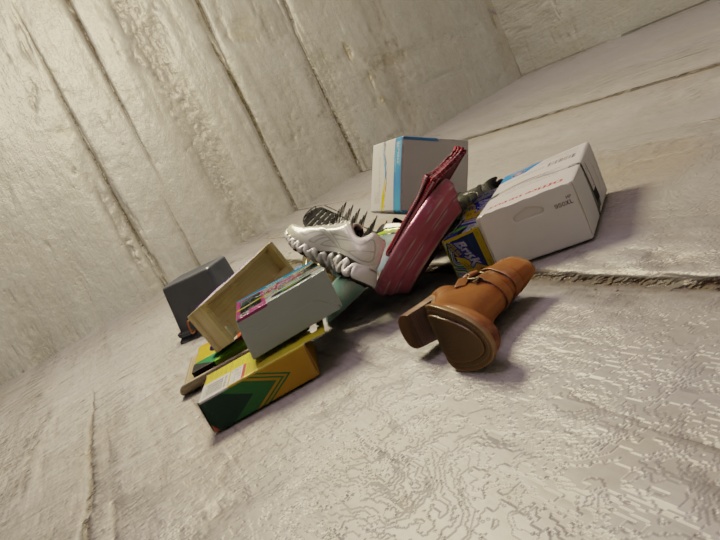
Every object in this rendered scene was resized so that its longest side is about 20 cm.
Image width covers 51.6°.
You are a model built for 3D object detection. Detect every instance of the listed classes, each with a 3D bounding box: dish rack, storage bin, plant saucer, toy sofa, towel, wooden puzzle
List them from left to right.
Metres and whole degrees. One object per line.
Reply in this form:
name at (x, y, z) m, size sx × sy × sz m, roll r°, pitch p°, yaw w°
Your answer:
storage bin at (-0.365, 0.066, 1.730) m, size 0.197 × 0.137 × 0.146 m, roll -22°, pitch 12°, yaw 29°
wooden puzzle at (-0.238, 0.142, 1.351) m, size 0.182 × 0.038 × 0.200 m, roll -29°, pitch 11°, yaw 0°
toy sofa at (-0.211, 0.048, 1.324) m, size 0.200 × 0.083 × 0.097 m, roll -47°, pitch 10°, yaw -35°
dish rack at (-0.015, -0.088, 1.495) m, size 0.154 × 0.196 × 0.056 m, roll -55°, pitch -13°, yaw -66°
plant saucer at (0.000, 0.000, 1.238) m, size 0.201 × 0.039 × 0.201 m, roll -46°, pitch 5°, yaw 5°
plant saucer at (0.094, -0.041, 1.134) m, size 0.203 × 0.050 × 0.201 m, roll -55°, pitch -7°, yaw -11°
towel at (0.103, -0.113, 1.165) m, size 0.146 × 0.022 × 0.200 m, roll -62°, pitch -8°, yaw 30°

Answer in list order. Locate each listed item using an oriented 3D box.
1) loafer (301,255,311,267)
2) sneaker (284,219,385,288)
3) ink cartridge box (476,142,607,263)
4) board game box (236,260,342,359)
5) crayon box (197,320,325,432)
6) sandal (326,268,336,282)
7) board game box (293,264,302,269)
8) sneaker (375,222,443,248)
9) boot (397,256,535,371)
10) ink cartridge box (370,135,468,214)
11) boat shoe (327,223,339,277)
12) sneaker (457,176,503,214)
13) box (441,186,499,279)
loafer at (-0.086, 0.001, 1.439) m, size 0.068 × 0.077 × 0.200 m, roll 17°, pitch 30°, yaw 17°
sneaker at (-0.037, -0.041, 1.134) m, size 0.197 × 0.075 × 0.083 m, roll 24°, pitch 90°, yaw 40°
ink cartridge box at (0.262, -0.094, 1.059) m, size 0.142 × 0.086 × 0.200 m, roll -21°, pitch 13°, yaw 30°
board game box at (-0.113, 0.053, 1.119) m, size 0.145 × 0.065 × 0.200 m, roll -29°, pitch 7°, yaw -6°
crayon box at (-0.128, 0.141, 1.058) m, size 0.197 × 0.052 × 0.127 m, roll -29°, pitch 11°, yaw 0°
sandal at (-0.074, 0.048, 1.324) m, size 0.210 × 0.079 × 0.069 m, roll -37°, pitch 35°, yaw -28°
board game box at (-0.151, 0.040, 1.564) m, size 0.196 × 0.044 × 0.200 m, roll -24°, pitch 12°, yaw 27°
sneaker at (0.093, -0.038, 1.327) m, size 0.198 × 0.071 × 0.085 m, roll -7°, pitch 57°, yaw 51°
boot at (0.142, 0.041, 0.834) m, size 0.153 × 0.078 × 0.200 m, roll -28°, pitch 3°, yaw -17°
ink cartridge box at (0.117, -0.190, 1.539) m, size 0.142 × 0.151 × 0.199 m, roll 0°, pitch 3°, yaw -17°
boat shoe at (-0.042, -0.040, 1.258) m, size 0.072 × 0.071 × 0.200 m, roll -44°, pitch 9°, yaw -4°
sneaker at (0.199, -0.114, 1.332) m, size 0.111 × 0.078 × 0.199 m, roll -19°, pitch 5°, yaw -10°
box at (0.187, -0.059, 1.122) m, size 0.063 × 0.071 × 0.200 m, roll -22°, pitch 13°, yaw 30°
